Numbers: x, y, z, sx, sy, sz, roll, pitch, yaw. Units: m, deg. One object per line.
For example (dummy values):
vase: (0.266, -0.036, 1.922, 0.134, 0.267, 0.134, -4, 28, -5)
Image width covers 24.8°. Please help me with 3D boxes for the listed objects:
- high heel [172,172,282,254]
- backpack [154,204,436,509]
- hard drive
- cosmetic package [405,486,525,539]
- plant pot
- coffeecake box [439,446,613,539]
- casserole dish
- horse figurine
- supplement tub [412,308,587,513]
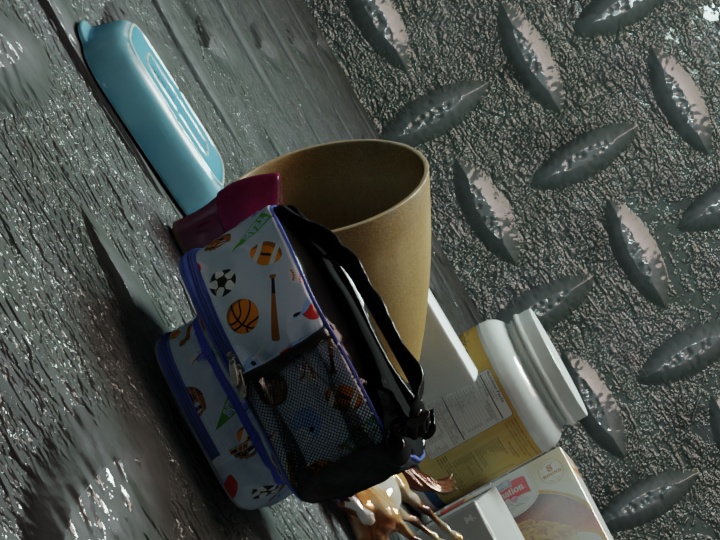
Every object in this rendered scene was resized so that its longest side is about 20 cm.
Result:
high heel: (-0.060, 0.016, 1.308, 0.201, 0.096, 0.068, 55, 18, -32)
backpack: (-0.045, 0.058, 1.067, 0.200, 0.153, 0.192, 66, 3, -81)
hard drive: (0.007, 0.043, 1.551, 0.201, 0.131, 0.026, 58, 24, -18)
cosmetic package: (0.112, 0.279, 1.585, 0.108, 0.090, 0.200, 62, 10, 9)
plant pot: (-0.013, 0.014, 1.435, 0.187, 0.184, 0.202, -105, -178, -63)
coffeecake box: (0.198, 0.316, 1.752, 0.201, 0.153, 0.073, 64, 8, 26)
casserole dish: (-0.168, -0.131, 1.375, 0.201, 0.039, 0.121, 57, 7, -21)
horse figurine: (0.028, 0.202, 1.374, 0.132, 0.050, 0.200, 44, 17, -2)
supplement tub: (0.114, 0.140, 1.657, 0.145, 0.199, 0.145, 59, 7, -12)
